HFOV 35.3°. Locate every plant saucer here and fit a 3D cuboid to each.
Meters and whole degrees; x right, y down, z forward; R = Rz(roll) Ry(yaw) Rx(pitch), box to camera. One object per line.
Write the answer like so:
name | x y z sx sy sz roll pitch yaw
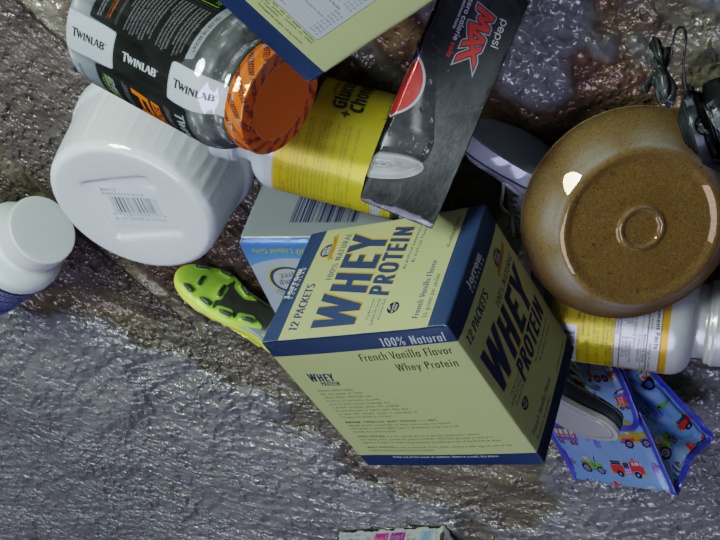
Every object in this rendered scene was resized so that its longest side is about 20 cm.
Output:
plant saucer | 0.242 -0.043 0.992 0.199 0.035 0.201 -1 112 -4

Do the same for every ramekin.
ramekin | -0.218 -0.095 1.161 0.199 0.098 0.201 12 142 10

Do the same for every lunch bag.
lunch bag | 0.265 0.139 1.242 0.150 0.094 0.200 -4 128 54

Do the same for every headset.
headset | 0.302 -0.127 0.894 0.199 0.094 0.123 25 136 -25

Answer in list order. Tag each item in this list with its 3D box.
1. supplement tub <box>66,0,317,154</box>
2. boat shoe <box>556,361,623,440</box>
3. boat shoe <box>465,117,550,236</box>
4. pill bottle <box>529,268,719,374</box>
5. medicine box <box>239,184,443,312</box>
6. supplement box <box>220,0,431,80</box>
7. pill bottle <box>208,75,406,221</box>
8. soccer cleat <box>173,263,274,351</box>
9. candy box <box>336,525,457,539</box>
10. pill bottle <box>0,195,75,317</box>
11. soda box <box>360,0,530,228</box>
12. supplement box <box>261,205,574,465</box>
supplement tub | -0.141 -0.180 0.955 0.200 0.123 0.123 30 148 27
boat shoe | 0.197 0.118 1.177 0.200 0.062 0.075 19 149 51
boat shoe | 0.166 -0.065 1.049 0.201 0.075 0.086 24 126 -16
pill bottle | 0.267 0.041 1.106 0.199 0.113 0.113 7 141 16
medicine box | 0.000 0.000 1.180 0.181 0.103 0.200 0 138 23
supplement box | -0.024 -0.282 0.806 0.200 0.135 0.199 40 138 -26
pill bottle | -0.033 -0.120 1.039 0.199 0.112 0.112 15 142 5
soccer cleat | -0.135 0.059 1.342 0.199 0.065 0.084 26 144 -9
candy box | 0.072 0.458 1.742 0.199 0.061 0.136 -13 131 34
pill bottle | -0.421 -0.015 1.336 0.111 0.111 0.200 39 138 -24
soda box | 0.066 -0.142 0.927 0.070 0.063 0.201 21 105 -4
supplement box | 0.057 0.068 1.036 0.199 0.135 0.200 -8 135 35
